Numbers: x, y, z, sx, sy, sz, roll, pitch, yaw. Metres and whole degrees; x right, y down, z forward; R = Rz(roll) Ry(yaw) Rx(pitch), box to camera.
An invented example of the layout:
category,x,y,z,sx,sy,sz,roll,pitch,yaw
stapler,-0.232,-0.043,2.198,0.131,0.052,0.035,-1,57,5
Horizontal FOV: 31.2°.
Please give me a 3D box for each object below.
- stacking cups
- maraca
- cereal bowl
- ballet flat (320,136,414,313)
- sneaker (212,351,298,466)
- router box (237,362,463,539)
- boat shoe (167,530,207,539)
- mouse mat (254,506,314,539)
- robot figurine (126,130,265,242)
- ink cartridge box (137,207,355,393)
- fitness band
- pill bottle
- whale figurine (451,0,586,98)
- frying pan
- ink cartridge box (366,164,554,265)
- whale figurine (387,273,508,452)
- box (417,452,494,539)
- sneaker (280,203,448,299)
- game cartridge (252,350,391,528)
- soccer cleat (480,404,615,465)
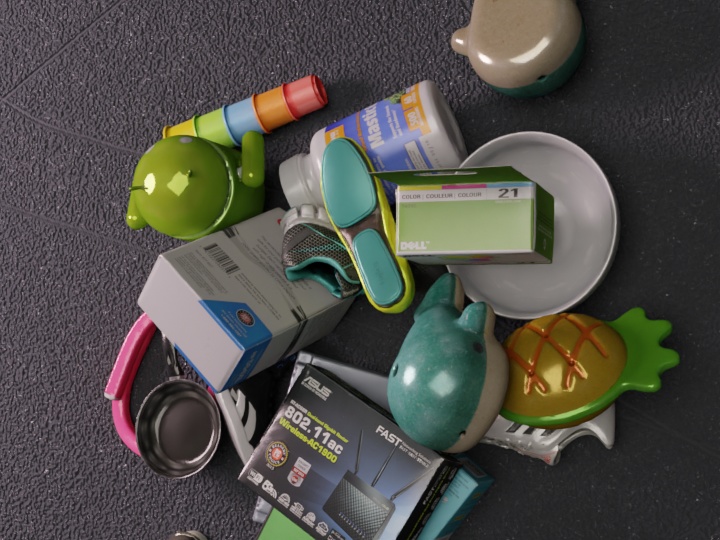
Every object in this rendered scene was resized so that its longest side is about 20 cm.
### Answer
category,x,y,z,sx,sy,sz,roll,pitch,yaw
stacking cups,-0.138,-0.184,1.543,0.199,0.060,0.061,-23,78,14
maraca,0.223,0.097,1.314,0.198,0.107,0.138,-16,42,14
cereal bowl,0.187,-0.045,1.403,0.198,0.083,0.202,-2,84,19
ballet flat,0.010,-0.046,1.384,0.066,0.067,0.201,-26,73,20
sneaker,-0.110,0.144,1.497,0.111,0.073,0.201,-23,97,-11
router box,-0.013,0.214,1.376,0.199,0.062,0.151,32,91,26
boat shoe,-0.263,0.386,1.532,0.202,0.060,0.072,-45,73,10
mouse mat,-0.021,0.266,1.408,0.160,0.008,0.201,29,91,27
robot figurine,-0.182,-0.090,1.473,0.174,0.200,0.117,-17,81,18
ink cartridge box,-0.122,0.029,1.439,0.146,0.199,0.085,46,129,17
fitness band,-0.228,0.131,1.556,0.143,0.037,0.201,25,94,19
pill bottle,0.012,-0.125,1.456,0.199,0.112,0.113,-23,78,15
whale figurine,0.178,-0.277,1.434,0.158,0.104,0.201,-28,53,16
frying pan,-0.227,0.154,1.522,0.115,0.031,0.191,-34,69,14
ink cartridge box,0.102,-0.052,1.284,0.147,0.200,0.077,-1,85,20
whale figurine,0.076,0.087,1.309,0.201,0.103,0.160,-98,31,-46
box,0.061,0.293,1.417,0.049,0.082,0.201,39,98,18
sneaker,0.000,0.000,1.434,0.198,0.078,0.092,15,52,-3
game cartridge,-0.034,0.204,1.463,0.132,0.040,0.202,16,91,4
soccer cleat,0.178,0.172,1.395,0.198,0.069,0.086,-14,70,13
